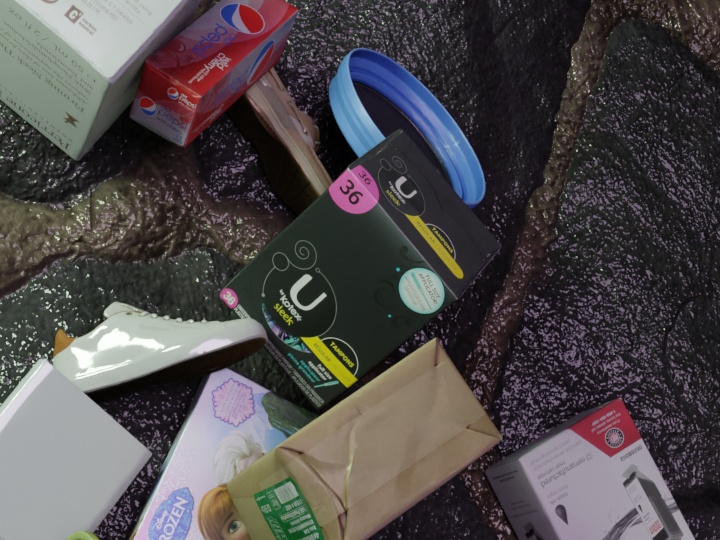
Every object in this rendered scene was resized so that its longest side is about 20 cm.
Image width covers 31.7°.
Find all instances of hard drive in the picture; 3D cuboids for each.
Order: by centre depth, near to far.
[{"bbox_3d":[-0.288,0.196,1.085,0.132,0.027,0.201,45,68,-21],"label":"hard drive"}]

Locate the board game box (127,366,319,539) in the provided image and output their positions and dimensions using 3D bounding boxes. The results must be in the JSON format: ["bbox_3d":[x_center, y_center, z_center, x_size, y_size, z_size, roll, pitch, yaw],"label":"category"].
[{"bbox_3d":[-0.094,0.220,1.182,0.198,0.041,0.202,28,66,-11],"label":"board game box"}]

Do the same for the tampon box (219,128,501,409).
[{"bbox_3d":[0.000,0.000,1.179,0.150,0.200,0.126,48,34,0],"label":"tampon box"}]

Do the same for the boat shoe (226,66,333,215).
[{"bbox_3d":[-0.071,-0.135,1.284,0.065,0.072,0.201,-30,80,-30],"label":"boat shoe"}]

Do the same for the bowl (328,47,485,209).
[{"bbox_3d":[0.046,-0.137,1.289,0.200,0.039,0.202,38,28,-24],"label":"bowl"}]

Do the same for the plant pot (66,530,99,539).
[{"bbox_3d":[-0.143,0.311,1.033,0.182,0.200,0.203,3,73,-28],"label":"plant pot"}]

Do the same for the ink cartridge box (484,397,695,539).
[{"bbox_3d":[0.240,0.254,1.276,0.146,0.083,0.202,-25,84,-26],"label":"ink cartridge box"}]

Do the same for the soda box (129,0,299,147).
[{"bbox_3d":[-0.136,-0.200,1.204,0.063,0.070,0.200,32,43,4],"label":"soda box"}]

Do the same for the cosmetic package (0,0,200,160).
[{"bbox_3d":[-0.260,-0.241,1.170,0.167,0.200,0.167,39,65,-6],"label":"cosmetic package"}]

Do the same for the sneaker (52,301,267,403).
[{"bbox_3d":[-0.187,0.059,1.157,0.197,0.073,0.086,-13,72,-3],"label":"sneaker"}]

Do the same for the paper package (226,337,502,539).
[{"bbox_3d":[-0.004,0.167,1.100,0.190,0.200,0.104,-32,86,-26],"label":"paper package"}]
